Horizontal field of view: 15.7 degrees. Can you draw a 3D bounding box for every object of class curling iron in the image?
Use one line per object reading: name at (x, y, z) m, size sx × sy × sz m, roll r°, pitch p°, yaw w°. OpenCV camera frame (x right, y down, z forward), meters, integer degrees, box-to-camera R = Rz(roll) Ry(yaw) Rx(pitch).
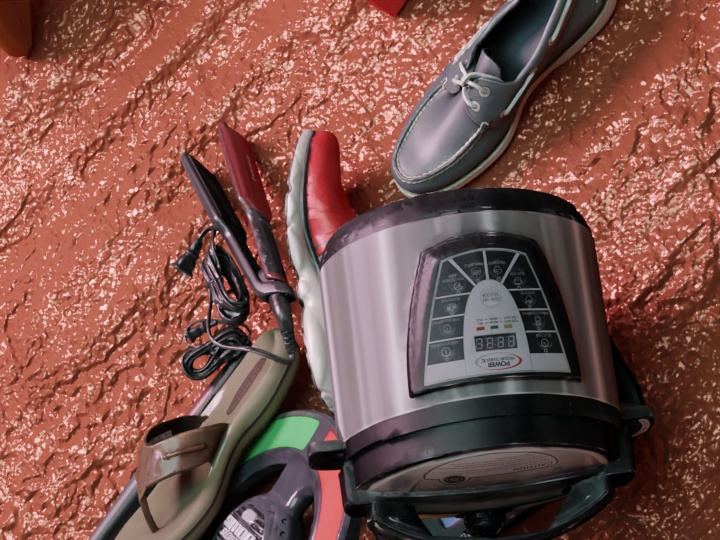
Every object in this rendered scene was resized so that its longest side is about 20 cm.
curling iron at (-0.137, 0.117, 1.783) m, size 0.049 × 0.026 × 0.201 m, roll 31°, pitch 96°, yaw -5°

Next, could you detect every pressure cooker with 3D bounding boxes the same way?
pressure cooker at (0.070, 0.069, 1.555) m, size 0.175 × 0.178 × 0.202 m, roll -21°, pitch 66°, yaw 38°

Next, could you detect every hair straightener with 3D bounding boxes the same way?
hair straightener at (-0.087, -0.008, 1.769) m, size 0.077 × 0.041 × 0.201 m, roll -36°, pitch 51°, yaw 17°

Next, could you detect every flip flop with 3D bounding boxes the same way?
flip flop at (-0.111, 0.115, 1.721) m, size 0.201 × 0.058 × 0.081 m, roll -56°, pitch 26°, yaw -13°

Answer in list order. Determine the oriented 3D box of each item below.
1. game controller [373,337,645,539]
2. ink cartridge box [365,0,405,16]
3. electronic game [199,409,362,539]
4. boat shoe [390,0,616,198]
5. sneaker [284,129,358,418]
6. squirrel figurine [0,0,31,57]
game controller at (0.085, 0.109, 1.657) m, size 0.199 × 0.042 × 0.105 m, roll -36°, pitch 61°, yaw 16°
ink cartridge box at (-0.027, -0.243, 1.779) m, size 0.199 × 0.116 × 0.068 m, roll 33°, pitch 91°, yaw 33°
electronic game at (-0.069, 0.181, 1.681) m, size 0.200 × 0.042 × 0.201 m, roll -36°, pitch 36°, yaw 31°
boat shoe at (0.083, -0.133, 1.717) m, size 0.200 × 0.062 × 0.073 m, roll -47°, pitch 59°, yaw 9°
sneaker at (0.000, 0.000, 1.731) m, size 0.084 × 0.077 × 0.202 m, roll -12°, pitch 74°, yaw 5°
squirrel figurine at (-0.342, -0.247, 1.905) m, size 0.185 × 0.200 × 0.143 m, roll 8°, pitch 86°, yaw 18°
